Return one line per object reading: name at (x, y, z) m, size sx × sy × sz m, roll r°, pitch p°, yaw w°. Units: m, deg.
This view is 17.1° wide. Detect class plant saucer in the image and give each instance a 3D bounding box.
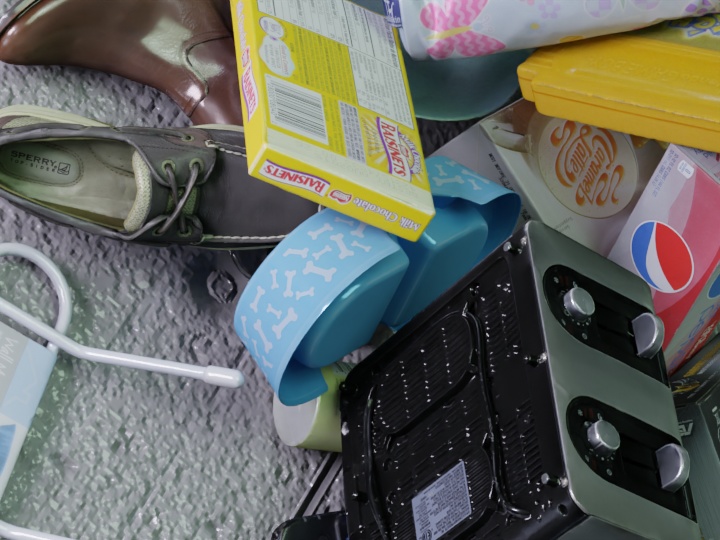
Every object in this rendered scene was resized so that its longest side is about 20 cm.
plant saucer at (0.009, -0.161, 1.459) m, size 0.201 × 0.039 × 0.201 m, roll 18°, pitch 48°, yaw -22°

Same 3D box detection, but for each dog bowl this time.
dog bowl at (0.008, 0.000, 1.312) m, size 0.050 × 0.112 × 0.200 m, roll 42°, pitch 41°, yaw 18°

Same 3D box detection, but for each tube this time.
tube at (0.046, 0.087, 1.386) m, size 0.200 × 0.052 × 0.058 m, roll 7°, pitch 83°, yaw -32°

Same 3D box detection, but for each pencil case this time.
pencil case at (0.113, -0.177, 1.373) m, size 0.083 × 0.199 × 0.091 m, roll -76°, pitch 157°, yaw -72°

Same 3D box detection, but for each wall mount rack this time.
wall mount rack at (-0.164, 0.074, 1.233) m, size 0.174 × 0.075 × 0.200 m, roll 31°, pitch 57°, yaw -19°

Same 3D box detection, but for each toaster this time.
toaster at (0.077, 0.106, 1.250) m, size 0.118 × 0.200 × 0.181 m, roll 22°, pitch 44°, yaw -31°

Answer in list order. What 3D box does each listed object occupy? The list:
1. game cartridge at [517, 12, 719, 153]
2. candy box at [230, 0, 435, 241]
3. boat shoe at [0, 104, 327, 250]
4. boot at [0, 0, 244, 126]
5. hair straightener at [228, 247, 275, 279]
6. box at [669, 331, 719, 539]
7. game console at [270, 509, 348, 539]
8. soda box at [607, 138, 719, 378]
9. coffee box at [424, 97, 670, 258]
game cartridge at (0.211, -0.144, 1.394) m, size 0.200 × 0.176 × 0.033 m, roll -46°, pitch 136°, yaw -36°
candy box at (-0.019, -0.097, 1.304) m, size 0.102 × 0.026 × 0.200 m, roll 24°, pitch 30°, yaw -21°
boat shoe at (-0.113, -0.043, 1.276) m, size 0.200 × 0.072 × 0.066 m, roll 10°, pitch 18°, yaw 1°
boot at (-0.091, -0.083, 1.337) m, size 0.186 × 0.064 × 0.200 m, roll -23°, pitch 74°, yaw -41°
hair straightener at (0.000, 0.000, 1.397) m, size 0.200 × 0.041 × 0.077 m, roll 27°, pitch 57°, yaw -21°
box at (0.248, 0.118, 1.455) m, size 0.200 × 0.048 × 0.159 m, roll -34°, pitch 107°, yaw -53°
game console at (0.071, 0.205, 1.304) m, size 0.200 × 0.116 × 0.176 m, roll -5°, pitch 82°, yaw -36°
soda box at (0.187, -0.001, 1.418) m, size 0.063 × 0.200 × 0.070 m, roll 44°, pitch 49°, yaw 19°
coffee box at (0.146, -0.067, 1.499) m, size 0.200 × 0.080 × 0.115 m, roll -29°, pitch 87°, yaw -39°
